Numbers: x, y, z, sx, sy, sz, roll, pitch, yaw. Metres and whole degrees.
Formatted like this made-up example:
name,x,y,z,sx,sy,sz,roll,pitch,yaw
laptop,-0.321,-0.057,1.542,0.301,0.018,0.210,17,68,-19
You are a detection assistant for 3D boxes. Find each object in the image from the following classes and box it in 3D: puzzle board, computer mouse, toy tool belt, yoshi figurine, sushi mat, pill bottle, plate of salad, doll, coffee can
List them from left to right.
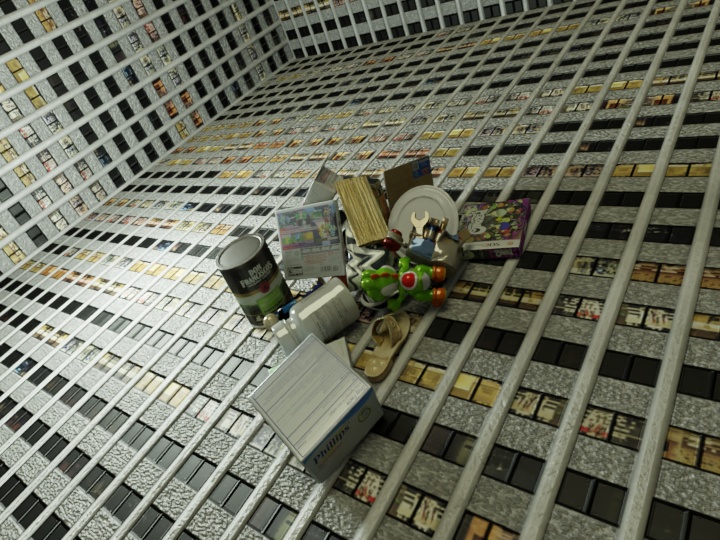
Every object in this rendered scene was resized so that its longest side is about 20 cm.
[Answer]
name,x,y,z,sx,sy,sz,roll,pitch,yaw
coffee can,-0.276,0.028,1.415,0.142,0.204,0.148,-16,34,11
doll,-0.167,0.093,1.350,0.199,0.049,0.137,-37,-8,-42
pill bottle,-0.108,0.118,1.264,0.197,0.117,0.114,-34,34,-14
sushi mat,0.004,-0.151,1.329,0.092,0.012,0.205,-12,62,-16
computer mouse,0.092,0.047,1.300,0.195,0.045,0.110,-24,35,-7
yoshi figurine,0.093,0.032,1.225,0.192,0.115,0.114,4,32,-7
puzzle board,0.139,-0.221,1.483,0.017,0.156,0.197,4,23,45
plate of salad,0.163,-0.117,1.382,0.194,0.048,0.208,-5,79,26
toy tool belt,0.161,-0.079,1.277,0.195,0.125,0.126,24,74,3

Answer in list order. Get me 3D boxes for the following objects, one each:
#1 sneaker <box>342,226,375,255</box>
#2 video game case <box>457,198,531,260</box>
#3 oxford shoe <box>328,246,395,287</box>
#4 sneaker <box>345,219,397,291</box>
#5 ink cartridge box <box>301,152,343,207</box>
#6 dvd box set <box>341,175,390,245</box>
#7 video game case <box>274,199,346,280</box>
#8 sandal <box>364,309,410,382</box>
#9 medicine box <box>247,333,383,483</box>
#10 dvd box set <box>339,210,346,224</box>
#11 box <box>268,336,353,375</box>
name,x,y,z,sx,sy,sz,roll,pitch,yaw
sneaker,-0.019,-0.055,1.488,0.199,0.113,0.078,-40,41,43
video game case,0.331,-0.104,1.353,0.176,0.036,0.202,-3,40,30
oxford shoe,0.000,0.000,1.413,0.195,0.073,0.073,-27,13,-11
sneaker,0.028,-0.046,1.328,0.124,0.081,0.204,-3,53,2
ink cartridge box,-0.107,-0.196,1.423,0.066,0.203,0.116,27,30,-5
dvd box set,0.024,-0.163,1.481,0.143,0.204,0.029,15,47,43
video game case,-0.128,-0.074,1.373,0.194,0.190,0.023,-5,7,32
sandal,0.055,0.138,1.172,0.075,0.071,0.214,-3,39,28
medicine box,-0.087,0.260,1.031,0.182,0.104,0.198,-42,48,-17
dvd box set,-0.104,-0.101,1.508,0.148,0.029,0.200,-55,12,-3
box,-0.108,0.240,1.174,0.194,0.037,0.146,-22,34,3
